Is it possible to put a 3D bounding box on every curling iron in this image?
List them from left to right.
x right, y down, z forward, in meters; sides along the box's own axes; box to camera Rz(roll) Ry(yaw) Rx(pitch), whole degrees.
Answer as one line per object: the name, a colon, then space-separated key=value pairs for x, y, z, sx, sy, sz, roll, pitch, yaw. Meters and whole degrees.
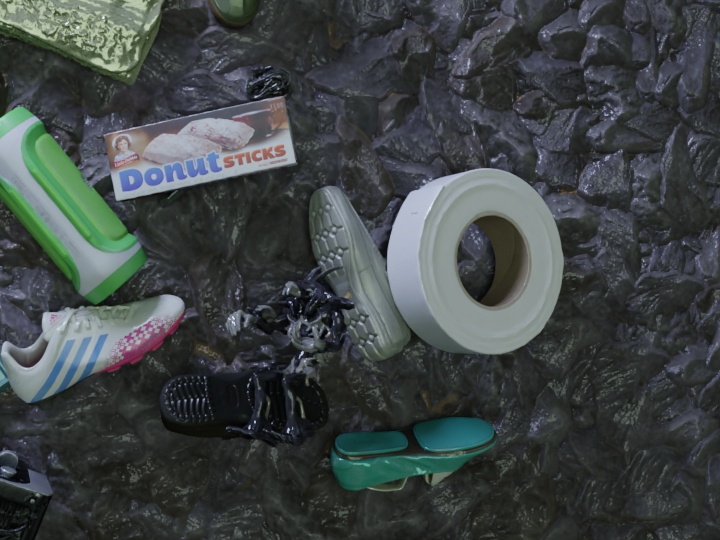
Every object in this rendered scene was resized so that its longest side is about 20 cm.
curling iron: x=-0.149 y=-0.145 z=1.119 sx=0.049 sy=0.026 sz=0.201 roll=41 pitch=89 yaw=9

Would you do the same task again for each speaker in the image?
speaker: x=-0.310 y=-0.065 z=1.054 sx=0.088 sy=0.088 sz=0.201 roll=-39 pitch=102 yaw=-7

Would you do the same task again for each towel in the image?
towel: x=-0.302 y=-0.296 z=1.065 sx=0.197 sy=0.036 sz=0.151 roll=20 pitch=88 yaw=-14

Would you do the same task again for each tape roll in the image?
tape roll: x=0.129 y=-0.010 z=1.141 sx=0.199 sy=0.070 sz=0.207 roll=1 pitch=87 yaw=-28

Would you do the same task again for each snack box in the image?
snack box: x=-0.169 y=-0.129 z=1.092 sx=0.196 sy=0.024 sz=0.073 roll=-12 pitch=92 yaw=0

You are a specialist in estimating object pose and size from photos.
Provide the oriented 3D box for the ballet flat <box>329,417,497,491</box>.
ballet flat: x=0.060 y=0.216 z=1.179 sx=0.196 sy=0.068 sz=0.072 roll=-5 pitch=119 yaw=-13

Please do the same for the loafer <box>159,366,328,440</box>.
loafer: x=-0.130 y=0.149 z=1.127 sx=0.196 sy=0.071 sz=0.074 roll=8 pitch=61 yaw=-24

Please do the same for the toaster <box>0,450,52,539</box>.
toaster: x=-0.424 y=0.271 z=1.026 sx=0.178 sy=0.118 sz=0.203 roll=22 pitch=89 yaw=-19

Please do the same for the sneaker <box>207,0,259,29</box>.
sneaker: x=-0.131 y=-0.363 z=1.071 sx=0.066 sy=0.090 sz=0.205 roll=1 pitch=94 yaw=-14

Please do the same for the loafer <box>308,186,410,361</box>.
loafer: x=0.000 y=0.000 z=1.147 sx=0.069 sy=0.069 sz=0.204 roll=-24 pitch=96 yaw=-44

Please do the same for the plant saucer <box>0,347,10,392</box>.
plant saucer: x=-0.459 y=0.142 z=1.069 sx=0.198 sy=0.019 sz=0.071 roll=-34 pitch=100 yaw=-8

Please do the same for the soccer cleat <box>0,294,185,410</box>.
soccer cleat: x=-0.281 y=0.067 z=1.073 sx=0.198 sy=0.070 sz=0.087 roll=-30 pitch=116 yaw=-8

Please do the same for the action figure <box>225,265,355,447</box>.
action figure: x=-0.074 y=0.077 z=1.069 sx=0.102 sy=0.117 sz=0.204 roll=34 pitch=63 yaw=-49
